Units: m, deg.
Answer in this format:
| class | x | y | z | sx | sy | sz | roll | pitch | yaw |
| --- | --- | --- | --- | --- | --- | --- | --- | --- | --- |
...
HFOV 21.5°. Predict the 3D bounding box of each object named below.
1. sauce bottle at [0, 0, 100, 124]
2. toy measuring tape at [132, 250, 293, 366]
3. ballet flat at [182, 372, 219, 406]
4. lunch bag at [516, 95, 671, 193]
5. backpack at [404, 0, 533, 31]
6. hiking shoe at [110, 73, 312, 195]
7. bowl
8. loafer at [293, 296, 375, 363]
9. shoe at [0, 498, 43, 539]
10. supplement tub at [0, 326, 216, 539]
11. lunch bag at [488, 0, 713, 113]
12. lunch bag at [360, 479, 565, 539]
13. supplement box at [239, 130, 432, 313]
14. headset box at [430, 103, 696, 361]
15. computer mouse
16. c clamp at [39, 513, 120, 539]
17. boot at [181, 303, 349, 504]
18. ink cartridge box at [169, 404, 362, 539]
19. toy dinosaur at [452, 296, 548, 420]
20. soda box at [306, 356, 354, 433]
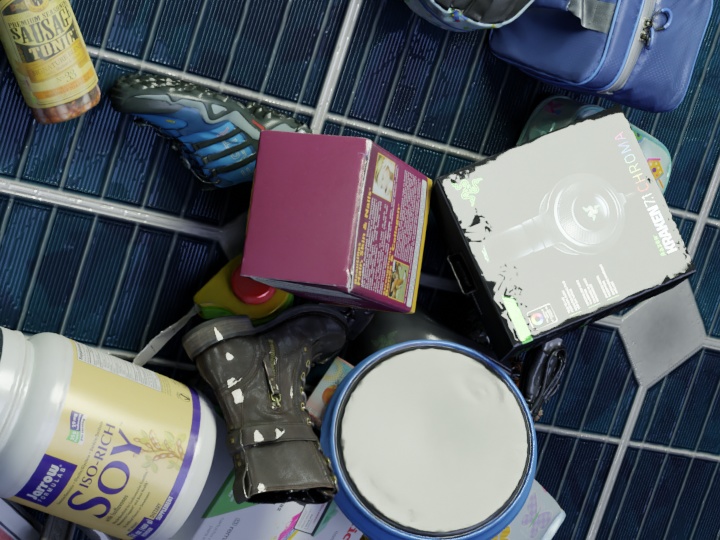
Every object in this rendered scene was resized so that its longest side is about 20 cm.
| class | x | y | z | sx | sy | sz | roll | pitch | yaw |
| --- | --- | --- | --- | --- | --- | --- | --- | --- | --- |
| sauce bottle | -0.270 | -0.217 | 1.526 | 0.066 | 0.066 | 0.200 | -31 | 121 | -20 |
| toy measuring tape | -0.120 | 0.046 | 1.704 | 0.200 | 0.074 | 0.074 | -45 | 124 | -14 |
| ballet flat | -0.135 | 0.127 | 1.735 | 0.200 | 0.057 | 0.066 | -43 | 123 | -12 |
| lunch bag | 0.206 | -0.070 | 1.869 | 0.160 | 0.077 | 0.200 | 25 | 91 | -31 |
| backpack | 0.116 | -0.308 | 1.694 | 0.163 | 0.154 | 0.200 | 27 | 75 | -23 |
| hiking shoe | -0.132 | -0.112 | 1.643 | 0.200 | 0.074 | 0.087 | 15 | 98 | -35 |
| bowl | 0.064 | 0.157 | 1.712 | 0.201 | 0.039 | 0.201 | 2 | 71 | -7 |
| loafer | 0.000 | 0.000 | 1.772 | 0.072 | 0.063 | 0.200 | 27 | 91 | -36 |
| shoe | -0.316 | 0.258 | 1.664 | 0.091 | 0.071 | 0.200 | -44 | 122 | -6 |
| supplement tub | -0.239 | 0.139 | 1.609 | 0.200 | 0.145 | 0.145 | 23 | 94 | -23 |
| lunch bag | 0.217 | -0.229 | 1.743 | 0.132 | 0.200 | 0.136 | 11 | 98 | -32 |
| lunch bag | 0.078 | 0.264 | 1.878 | 0.170 | 0.127 | 0.200 | 45 | 70 | -36 |
| supplement box | -0.017 | -0.038 | 1.651 | 0.200 | 0.103 | 0.131 | 26 | 72 | -71 |
| headset box | 0.175 | -0.031 | 1.741 | 0.200 | 0.093 | 0.174 | -22 | 82 | -8 |
| computer mouse | 0.085 | 0.093 | 1.787 | 0.200 | 0.053 | 0.139 | 24 | 96 | 7 |
| c clamp | -0.222 | 0.274 | 1.669 | 0.027 | 0.200 | 0.171 | -31 | 104 | 13 |
| boot | -0.061 | 0.123 | 1.650 | 0.200 | 0.174 | 0.069 | -6 | 154 | -45 |
| ink cartridge box | -0.092 | 0.222 | 1.748 | 0.200 | 0.084 | 0.145 | 23 | 103 | -46 |
| toy dinosaur | 0.110 | 0.077 | 1.853 | 0.200 | 0.102 | 0.136 | 26 | 105 | -39 |
| soda box | 0.045 | 0.164 | 1.777 | 0.064 | 0.200 | 0.068 | -55 | 169 | -14 |
